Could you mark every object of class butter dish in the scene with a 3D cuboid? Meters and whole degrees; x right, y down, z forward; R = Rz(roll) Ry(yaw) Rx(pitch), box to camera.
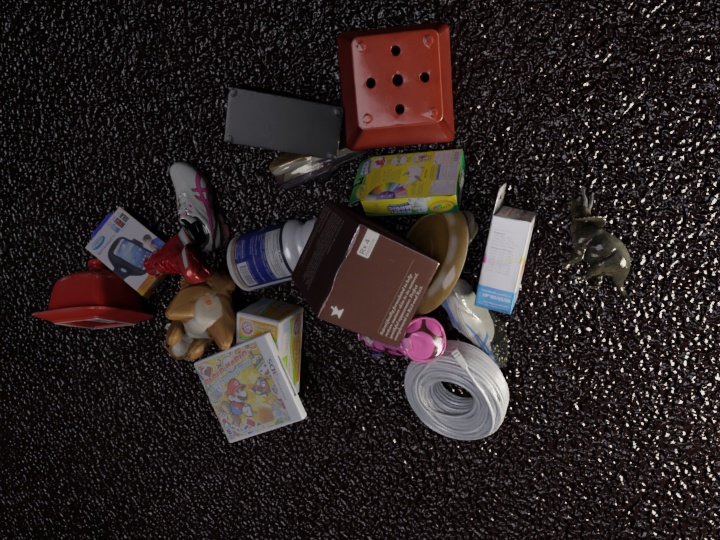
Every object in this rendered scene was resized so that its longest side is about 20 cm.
[{"bbox_3d":[-0.593,0.047,1.389,0.196,0.200,0.151,-6,77,20],"label":"butter dish"}]

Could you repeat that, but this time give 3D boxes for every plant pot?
[{"bbox_3d":[0.116,-0.023,1.089,0.027,0.201,0.202,19,115,-26],"label":"plant pot"},{"bbox_3d":[0.059,-0.305,1.013,0.196,0.176,0.204,-4,102,5],"label":"plant pot"}]

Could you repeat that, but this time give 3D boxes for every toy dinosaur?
[{"bbox_3d":[0.401,-0.026,1.035,0.102,0.077,0.201,-43,83,31],"label":"toy dinosaur"}]

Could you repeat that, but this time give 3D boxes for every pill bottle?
[{"bbox_3d":[-0.154,-0.034,1.220,0.197,0.116,0.118,-13,98,22],"label":"pill bottle"}]

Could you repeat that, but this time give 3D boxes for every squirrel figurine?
[{"bbox_3d":[-0.340,0.096,1.306,0.140,0.202,0.187,24,141,-16],"label":"squirrel figurine"}]

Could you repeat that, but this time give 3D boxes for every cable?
[{"bbox_3d":[0.177,0.225,1.156,0.200,0.069,0.200,45,133,-7],"label":"cable"}]

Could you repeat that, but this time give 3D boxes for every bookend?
[{"bbox_3d":[-0.139,-0.277,1.137,0.195,0.200,0.094,8,107,-8],"label":"bookend"}]

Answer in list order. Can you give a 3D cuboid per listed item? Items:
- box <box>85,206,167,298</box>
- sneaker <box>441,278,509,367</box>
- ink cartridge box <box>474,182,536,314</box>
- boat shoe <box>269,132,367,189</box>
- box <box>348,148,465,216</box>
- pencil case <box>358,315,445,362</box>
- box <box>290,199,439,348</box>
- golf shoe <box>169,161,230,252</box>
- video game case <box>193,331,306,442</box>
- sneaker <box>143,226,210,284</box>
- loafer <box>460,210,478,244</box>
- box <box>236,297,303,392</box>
[{"bbox_3d":[-0.509,-0.047,1.364,0.199,0.042,0.120,37,81,7],"label":"box"},{"bbox_3d":[0.208,0.098,1.134,0.072,0.072,0.201,-20,114,46],"label":"sneaker"},{"bbox_3d":[0.255,-0.041,1.064,0.067,0.115,0.204,13,108,16],"label":"ink cartridge box"},{"bbox_3d":[-0.074,-0.206,1.177,0.197,0.072,0.065,-16,125,9],"label":"boat shoe"},{"bbox_3d":[0.082,-0.154,1.101,0.196,0.119,0.049,1,142,20],"label":"box"},{"bbox_3d":[0.072,0.121,1.127,0.092,0.199,0.093,3,86,-22],"label":"pencil case"},{"bbox_3d":[0.000,0.000,1.073,0.162,0.200,0.168,23,100,-25],"label":"box"},{"bbox_3d":[-0.344,-0.134,1.281,0.072,0.092,0.202,-27,91,25],"label":"golf shoe"},{"bbox_3d":[-0.225,0.239,1.242,0.198,0.023,0.185,-23,94,26],"label":"video game case"},{"bbox_3d":[-0.378,-0.004,1.262,0.115,0.200,0.079,-37,119,1],"label":"sneaker"},{"bbox_3d":[0.153,-0.025,1.128,0.067,0.076,0.201,22,127,-23],"label":"loafer"},{"bbox_3d":[-0.190,0.174,1.285,0.100,0.112,0.204,11,108,19],"label":"box"}]
